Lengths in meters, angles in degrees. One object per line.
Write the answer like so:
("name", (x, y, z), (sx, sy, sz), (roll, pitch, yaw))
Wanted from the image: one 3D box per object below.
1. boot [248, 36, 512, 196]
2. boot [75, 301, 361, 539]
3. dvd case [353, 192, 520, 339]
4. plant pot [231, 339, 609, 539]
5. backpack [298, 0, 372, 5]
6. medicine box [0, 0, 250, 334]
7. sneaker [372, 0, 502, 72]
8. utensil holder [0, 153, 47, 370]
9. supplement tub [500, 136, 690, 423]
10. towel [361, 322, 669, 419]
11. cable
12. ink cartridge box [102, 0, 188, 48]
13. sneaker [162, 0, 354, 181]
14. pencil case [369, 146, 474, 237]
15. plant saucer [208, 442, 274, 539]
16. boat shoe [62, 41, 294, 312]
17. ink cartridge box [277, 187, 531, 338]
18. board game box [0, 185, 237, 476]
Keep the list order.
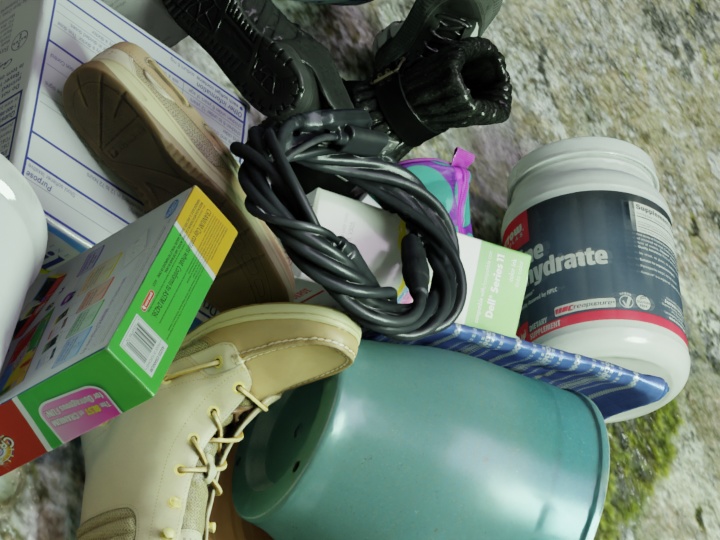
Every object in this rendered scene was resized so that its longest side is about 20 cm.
("boot", (0.014, -0.100, 1.760), (0.080, 0.158, 0.211), (67, 30, -25))
("boot", (-0.090, 0.108, 1.473), (0.073, 0.200, 0.156), (48, 35, -49))
("dvd case", (0.029, 0.062, 1.711), (0.200, 0.018, 0.143), (43, 70, -8))
("plant pot", (0.027, 0.133, 1.564), (0.188, 0.200, 0.200), (27, 46, -21))
("backpack", (-0.003, -0.292, 1.845), (0.177, 0.200, 0.151), (-3, 69, -53))
("medicine box", (-0.176, -0.060, 1.557), (0.182, 0.103, 0.200), (34, 44, -33))
("sneaker", (0.059, -0.172, 1.866), (0.066, 0.200, 0.091), (18, 63, -16))
("utensil holder", (-0.277, 0.037, 1.314), (0.170, 0.170, 0.200), (40, 43, -28))
("supplement tub", (0.185, 0.009, 1.929), (0.140, 0.140, 0.200), (27, 48, -39))
("towel", (0.094, 0.070, 1.645), (0.200, 0.145, 0.024), (15, 75, -16))
("cable", (-0.008, -0.026, 1.507), (0.200, 0.051, 0.163), (-10, 71, -62))
("ink cartridge box", (-0.194, -0.252, 1.694), (0.200, 0.068, 0.115), (44, 38, -24))
("sneaker", (-0.066, -0.154, 1.678), (0.200, 0.060, 0.104), (55, 15, 17))
("pencil case", (0.060, 0.014, 1.812), (0.085, 0.092, 0.200), (17, 54, -46))
("plant saucer", (-0.036, 0.183, 1.630), (0.200, 0.032, 0.201), (29, 47, -36))
("boat shoe", (-0.100, -0.057, 1.499), (0.200, 0.071, 0.065), (55, 37, -8))
("ink cartridge box", (0.000, 0.000, 1.638), (0.200, 0.117, 0.067), (17, 75, -17))
("board game box", (-0.175, 0.047, 1.403), (0.040, 0.200, 0.153), (48, 38, -20))
